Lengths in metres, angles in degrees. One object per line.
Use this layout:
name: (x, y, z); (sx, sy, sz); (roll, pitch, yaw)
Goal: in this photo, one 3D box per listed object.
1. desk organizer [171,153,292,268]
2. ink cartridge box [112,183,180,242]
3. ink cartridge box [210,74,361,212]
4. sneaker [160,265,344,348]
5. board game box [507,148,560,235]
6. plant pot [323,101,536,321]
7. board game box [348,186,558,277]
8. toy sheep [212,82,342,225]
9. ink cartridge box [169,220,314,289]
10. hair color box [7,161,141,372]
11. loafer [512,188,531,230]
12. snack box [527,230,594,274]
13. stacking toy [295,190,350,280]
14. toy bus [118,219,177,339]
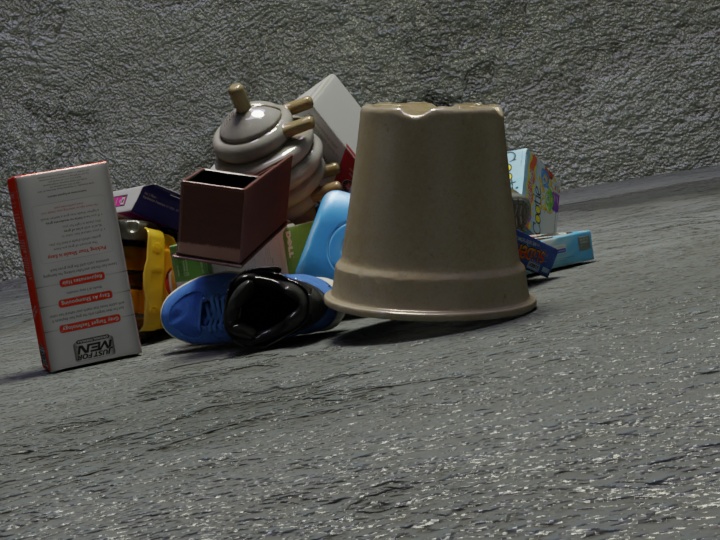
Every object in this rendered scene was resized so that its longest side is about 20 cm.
desk organizer: (-0.125, -0.068, 1.527); (0.071, 0.078, 0.200); (8, 16, 9)
ink cartridge box: (-0.242, -0.064, 1.748); (0.094, 0.037, 0.199); (23, -15, -28)
ink cartridge box: (-0.070, -0.117, 1.804); (0.199, 0.145, 0.084); (-31, 15, 36)
sneaker: (-0.123, 0.036, 1.456); (0.198, 0.078, 0.111); (-1, -2, 22)
board game box: (0.145, -0.077, 1.938); (0.198, 0.106, 0.103); (-6, -26, 34)
plant pot: (0.065, -0.061, 1.382); (0.198, 0.186, 0.201); (0, 9, 0)
board game box: (0.100, -0.051, 1.630); (0.199, 0.035, 0.135); (22, 1, 40)
toy sheep: (-0.100, -0.125, 1.681); (0.136, 0.201, 0.138); (-17, 29, 10)
ink cartridge box: (-0.113, 0.008, 1.622); (0.059, 0.105, 0.199); (-5, 6, 37)
hair color box: (-0.296, -0.005, 1.551); (0.100, 0.202, 0.061); (-11, 4, -21)
loafer: (0.104, -0.072, 1.802); (0.198, 0.076, 0.070); (-1, 30, -19)
snack box: (0.167, -0.017, 1.771); (0.115, 0.038, 0.199); (-12, 4, -33)
stacking toy: (0.000, 0.000, 1.644); (0.109, 0.117, 0.200); (19, -11, 6)
toy bus: (-0.238, 0.018, 1.757); (0.191, 0.137, 0.199); (8, -6, -39)
